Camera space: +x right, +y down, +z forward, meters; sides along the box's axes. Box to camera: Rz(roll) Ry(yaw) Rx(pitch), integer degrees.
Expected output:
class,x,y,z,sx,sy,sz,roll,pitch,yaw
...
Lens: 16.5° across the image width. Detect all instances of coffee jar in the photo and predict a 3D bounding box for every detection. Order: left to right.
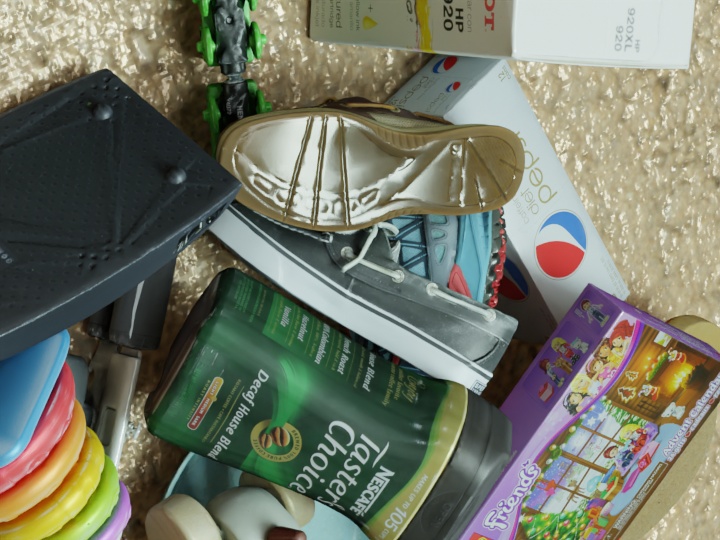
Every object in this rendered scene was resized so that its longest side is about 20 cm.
class,x,y,z,sx,sy,sz,roll,pitch,yaw
coffee jar,-0.016,0.087,1.432,0.200,0.085,0.104,26,116,-8

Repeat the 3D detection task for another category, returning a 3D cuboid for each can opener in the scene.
class,x,y,z,sx,sy,sz,roll,pitch,yaw
can opener,-0.145,0.026,1.445,0.066,0.053,0.200,17,87,-37

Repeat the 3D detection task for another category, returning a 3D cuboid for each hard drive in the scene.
class,x,y,z,sx,sy,sz,roll,pitch,yaw
hard drive,-0.179,-0.026,1.367,0.200,0.135,0.042,-33,149,-30

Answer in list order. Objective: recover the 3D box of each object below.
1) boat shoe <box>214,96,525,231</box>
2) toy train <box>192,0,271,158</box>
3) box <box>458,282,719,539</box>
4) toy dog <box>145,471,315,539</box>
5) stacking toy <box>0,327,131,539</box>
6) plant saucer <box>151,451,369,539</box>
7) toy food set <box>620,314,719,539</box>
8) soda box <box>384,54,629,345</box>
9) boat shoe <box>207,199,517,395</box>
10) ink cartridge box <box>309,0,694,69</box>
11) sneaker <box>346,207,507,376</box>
class,x,y,z,sx,sy,sz,roll,pitch,yaw
boat shoe,-0.003,-0.068,1.468,0.200,0.072,0.072,-4,109,-29
toy train,-0.079,-0.146,1.462,0.042,0.056,0.200,-7,105,-8
box,0.137,0.116,1.571,0.137,0.039,0.200,25,103,-44
toy dog,-0.046,0.204,1.478,0.132,0.096,0.200,-47,122,-21
stacking toy,-0.170,0.131,1.393,0.200,0.116,0.110,53,36,-31
plant saucer,-0.055,0.168,1.548,0.200,0.036,0.200,-8,103,-37
toy food set,0.160,0.117,1.662,0.198,0.049,0.200,2,121,-43
soda box,0.095,-0.044,1.604,0.064,0.068,0.200,-45,121,-23
boat shoe,0.000,0.000,1.486,0.199,0.074,0.068,31,89,9
ink cartridge box,0.086,-0.201,1.487,0.145,0.200,0.147,-2,99,-37
sneaker,0.032,0.049,1.554,0.079,0.096,0.200,9,92,-80
